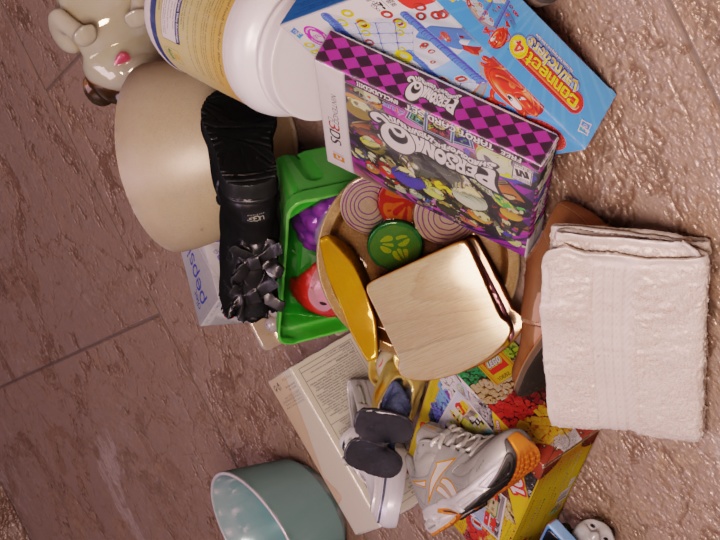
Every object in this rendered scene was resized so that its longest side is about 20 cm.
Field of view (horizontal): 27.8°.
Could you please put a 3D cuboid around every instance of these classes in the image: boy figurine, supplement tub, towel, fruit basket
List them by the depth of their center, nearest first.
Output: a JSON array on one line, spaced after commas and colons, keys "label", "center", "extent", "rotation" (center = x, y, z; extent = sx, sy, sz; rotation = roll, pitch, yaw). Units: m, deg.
[{"label": "towel", "center": [0.211, 0.054, 1.157], "extent": [0.132, 0.035, 0.201], "rotation": [5, 126, 20]}, {"label": "supplement tub", "center": [-0.092, -0.226, 1.343], "extent": [0.200, 0.144, 0.145], "rotation": [31, 139, 43]}, {"label": "fruit basket", "center": [0.000, 0.000, 1.410], "extent": [0.216, 0.155, 0.217], "rotation": [167, 90, -72]}, {"label": "boy figurine", "center": [0.031, 0.118, 1.432], "extent": [0.064, 0.200, 0.125], "rotation": [16, 116, -1]}]

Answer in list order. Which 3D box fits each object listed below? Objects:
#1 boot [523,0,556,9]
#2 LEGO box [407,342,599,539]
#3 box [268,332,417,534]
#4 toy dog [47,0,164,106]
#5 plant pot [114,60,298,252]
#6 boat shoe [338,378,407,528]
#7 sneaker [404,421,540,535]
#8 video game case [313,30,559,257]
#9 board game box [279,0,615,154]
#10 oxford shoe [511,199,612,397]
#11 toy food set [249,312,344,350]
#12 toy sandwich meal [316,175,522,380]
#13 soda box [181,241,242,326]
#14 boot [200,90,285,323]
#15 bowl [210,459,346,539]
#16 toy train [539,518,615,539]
[{"label": "boot", "center": [0.061, -0.253, 1.144], "extent": [0.200, 0.069, 0.174], "rotation": [56, 152, -8]}, {"label": "LEGO box", "center": [0.130, 0.171, 1.400], "extent": [0.149, 0.077, 0.200], "rotation": [46, 147, 26]}, {"label": "box", "center": [-0.007, 0.181, 1.611], "extent": [0.201, 0.095, 0.078], "rotation": [61, 152, 3]}, {"label": "toy dog", "center": [-0.291, -0.281, 1.626], "extent": [0.201, 0.139, 0.194], "rotation": [66, 164, -8]}, {"label": "plant pot", "center": [-0.143, -0.128, 1.497], "extent": [0.134, 0.200, 0.201], "rotation": [-9, 111, 23]}, {"label": "boat shoe", "center": [0.010, 0.187, 1.503], "extent": [0.200, 0.066, 0.074], "rotation": [-90, 8, -58]}, {"label": "sneaker", "center": [0.088, 0.172, 1.316], "extent": [0.092, 0.076, 0.200], "rotation": [59, 149, 12]}, {"label": "video game case", "center": [0.060, -0.099, 1.182], "extent": [0.199, 0.036, 0.181], "rotation": [27, 162, 12]}, {"label": "board game box", "center": [0.065, -0.167, 1.147], "extent": [0.196, 0.056, 0.200], "rotation": [40, 159, -24]}, {"label": "oxford shoe", "center": [0.165, 0.025, 1.237], "extent": [0.071, 0.071, 0.201], "rotation": [47, 137, 33]}, {"label": "toy food set", "center": [-0.093, 0.016, 1.638], "extent": [0.200, 0.060, 0.144], "rotation": [-16, 101, 60]}, {"label": "toy sandwich meal", "center": [0.051, 0.003, 1.293], "extent": [0.070, 0.204, 0.206], "rotation": [-62, -48, -72]}, {"label": "soda box", "center": [-0.164, -0.042, 1.627], "extent": [0.068, 0.063, 0.201], "rotation": [-50, 50, 51]}, {"label": "boot", "center": [-0.109, -0.061, 1.376], "extent": [0.199, 0.073, 0.163], "rotation": [-104, 12, -51]}, {"label": "bowl", "center": [-0.093, 0.321, 1.853], "extent": [0.201, 0.105, 0.201], "rotation": [37, 143, 35]}, {"label": "toy train", "center": [0.185, 0.306, 1.391], "extent": [0.087, 0.114, 0.200], "rotation": [43, 147, 24]}]
